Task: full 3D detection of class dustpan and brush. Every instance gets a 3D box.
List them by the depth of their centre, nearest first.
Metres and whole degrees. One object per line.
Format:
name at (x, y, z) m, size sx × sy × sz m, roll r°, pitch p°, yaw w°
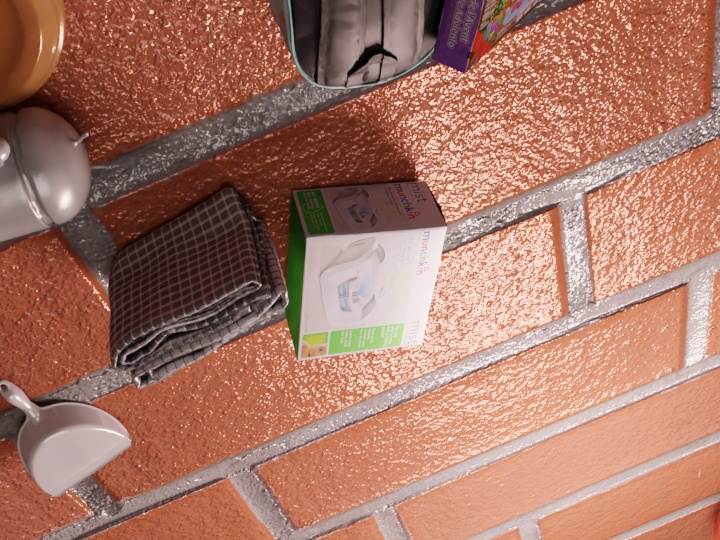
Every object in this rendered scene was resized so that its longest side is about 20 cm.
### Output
dustpan and brush at (-0.412, 0.209, 1.106) m, size 0.138 × 0.057 × 0.201 m, roll -34°, pitch 142°, yaw -5°

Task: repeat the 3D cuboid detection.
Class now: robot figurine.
robot figurine at (-0.346, -0.087, 0.801) m, size 0.196 × 0.115 × 0.170 m, roll -17°, pitch 174°, yaw -5°

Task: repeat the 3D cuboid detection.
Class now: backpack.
backpack at (-0.005, -0.272, 0.736) m, size 0.172 × 0.154 × 0.203 m, roll -18°, pitch 135°, yaw -13°

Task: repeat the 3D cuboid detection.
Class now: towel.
towel at (-0.187, 0.014, 0.927) m, size 0.197 × 0.167 × 0.086 m, roll -29°, pitch 130°, yaw 6°

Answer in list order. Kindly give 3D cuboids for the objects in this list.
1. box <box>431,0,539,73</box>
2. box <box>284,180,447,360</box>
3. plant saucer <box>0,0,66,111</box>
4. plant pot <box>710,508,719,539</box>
box at (0.136, -0.285, 0.774) m, size 0.039 × 0.200 × 0.139 m, roll 25°, pitch 133°, yaw 16°
box at (0.000, 0.000, 1.039) m, size 0.172 × 0.098 × 0.203 m, roll -4°, pitch 132°, yaw -15°
plant saucer at (-0.360, -0.218, 0.728) m, size 0.196 × 0.038 × 0.203 m, roll -12°, pitch 135°, yaw -12°
plant pot at (0.894, 0.536, 1.853) m, size 0.197 × 0.202 × 0.198 m, roll -15°, pitch 127°, yaw -8°
